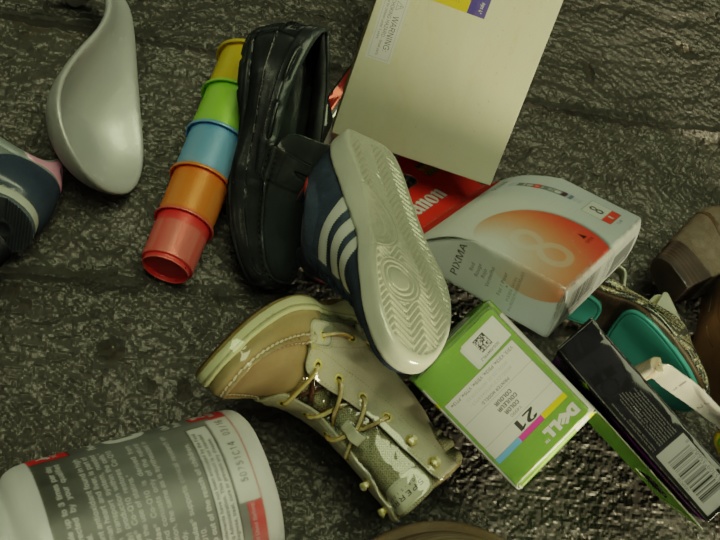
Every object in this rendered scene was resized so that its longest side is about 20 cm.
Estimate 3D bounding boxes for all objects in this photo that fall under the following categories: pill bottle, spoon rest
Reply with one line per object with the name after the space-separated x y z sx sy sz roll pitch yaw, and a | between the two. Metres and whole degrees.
-0.157 0.164 0.769 0.199 0.114 0.115 -12 68 -24 | pill bottle
-0.201 -0.149 0.941 0.099 0.060 0.201 34 38 -55 | spoon rest

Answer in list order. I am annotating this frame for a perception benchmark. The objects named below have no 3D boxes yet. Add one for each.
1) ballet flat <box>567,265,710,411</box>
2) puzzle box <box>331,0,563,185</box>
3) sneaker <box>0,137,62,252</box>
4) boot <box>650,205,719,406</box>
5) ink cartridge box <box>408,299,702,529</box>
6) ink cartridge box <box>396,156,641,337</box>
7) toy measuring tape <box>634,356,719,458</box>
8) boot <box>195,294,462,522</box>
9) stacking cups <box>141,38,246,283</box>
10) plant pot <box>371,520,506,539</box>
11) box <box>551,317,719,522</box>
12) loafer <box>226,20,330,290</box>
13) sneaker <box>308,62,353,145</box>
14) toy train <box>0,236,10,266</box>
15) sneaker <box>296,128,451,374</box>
0.203 0.028 0.994 0.199 0.068 0.075 35 49 6 | ballet flat
0.071 -0.176 0.927 0.132 0.201 0.025 18 20 -7 | puzzle box
-0.307 -0.087 0.889 0.199 0.070 0.082 30 41 -5 | sneaker
0.328 0.037 1.030 0.146 0.070 0.201 -18 77 -34 | boot
0.128 0.118 0.862 0.076 0.148 0.200 -44 86 -1 | ink cartridge box
0.096 -0.045 0.943 0.199 0.050 0.162 33 34 17 | ink cartridge box
0.281 0.147 0.940 0.200 0.074 0.074 37 57 -11 | toy measuring tape
-0.012 0.096 0.829 0.155 0.072 0.200 53 20 14 | boot
-0.114 -0.081 0.954 0.060 0.061 0.201 21 64 -7 | stacking cups
0.068 0.254 0.811 0.199 0.093 0.202 8 60 -15 | plant pot
0.193 0.106 0.876 0.036 0.200 0.143 -41 79 2 | box
-0.056 -0.086 0.927 0.068 0.070 0.202 8 84 -55 | loafer
0.041 -0.135 1.021 0.108 0.067 0.202 33 55 4 | sneaker
-0.322 0.032 0.808 0.114 0.085 0.200 30 59 13 | toy train
0.000 0.000 0.844 0.075 0.084 0.201 25 37 -34 | sneaker
